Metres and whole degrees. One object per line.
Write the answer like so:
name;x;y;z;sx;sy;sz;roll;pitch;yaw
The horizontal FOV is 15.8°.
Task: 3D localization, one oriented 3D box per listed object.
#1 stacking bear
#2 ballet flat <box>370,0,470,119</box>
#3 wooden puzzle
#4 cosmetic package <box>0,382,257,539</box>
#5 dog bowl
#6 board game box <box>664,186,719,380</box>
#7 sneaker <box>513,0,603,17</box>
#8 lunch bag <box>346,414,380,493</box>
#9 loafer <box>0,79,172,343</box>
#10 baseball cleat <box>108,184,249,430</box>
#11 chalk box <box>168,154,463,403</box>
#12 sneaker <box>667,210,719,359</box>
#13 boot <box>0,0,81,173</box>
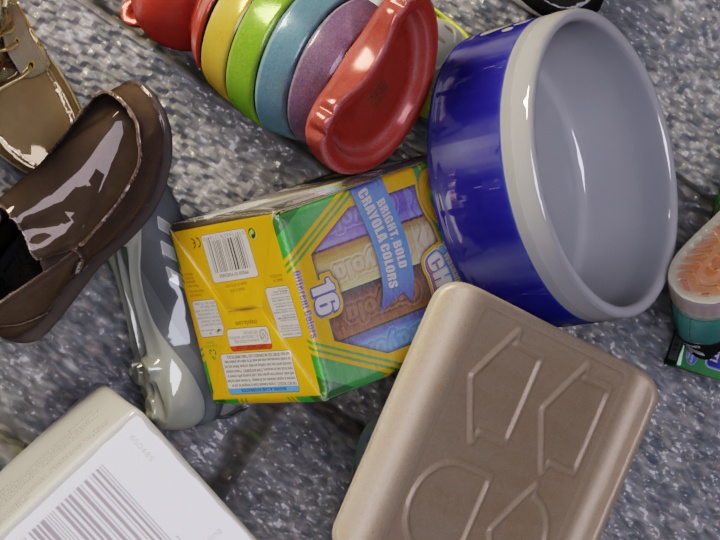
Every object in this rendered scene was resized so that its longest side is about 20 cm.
stacking bear;-0.061;-0.152;1.656;0.199;0.114;0.122;29;79;23
ballet flat;0.018;-0.162;1.715;0.200;0.067;0.067;39;84;-11
wooden puzzle;0.082;0.119;1.658;0.200;0.046;0.186;25;87;-38
cosmetic package;-0.158;0.190;1.631;0.165;0.200;0.165;-43;100;-6
dog bowl;0.126;-0.063;1.679;0.078;0.200;0.201;-10;97;32
board game box;0.304;-0.010;1.803;0.134;0.029;0.201;18;90;-11
sneaker;0.104;-0.252;1.717;0.076;0.088;0.201;-32;99;-8
lunch bag;0.065;0.195;1.740;0.160;0.077;0.201;11;91;-12
loafer;-0.189;-0.033;1.638;0.073;0.071;0.200;44;112;27
baseball cleat;-0.115;0.001;1.707;0.106;0.070;0.201;-12;98;-27
chalk box;0.000;0.000;1.676;0.199;0.124;0.124;-19;97;-37
sneaker;0.280;-0.017;1.754;0.200;0.080;0.071;-37;56;-22
boot;-0.233;-0.141;1.619;0.073;0.155;0.201;-33;100;-8
